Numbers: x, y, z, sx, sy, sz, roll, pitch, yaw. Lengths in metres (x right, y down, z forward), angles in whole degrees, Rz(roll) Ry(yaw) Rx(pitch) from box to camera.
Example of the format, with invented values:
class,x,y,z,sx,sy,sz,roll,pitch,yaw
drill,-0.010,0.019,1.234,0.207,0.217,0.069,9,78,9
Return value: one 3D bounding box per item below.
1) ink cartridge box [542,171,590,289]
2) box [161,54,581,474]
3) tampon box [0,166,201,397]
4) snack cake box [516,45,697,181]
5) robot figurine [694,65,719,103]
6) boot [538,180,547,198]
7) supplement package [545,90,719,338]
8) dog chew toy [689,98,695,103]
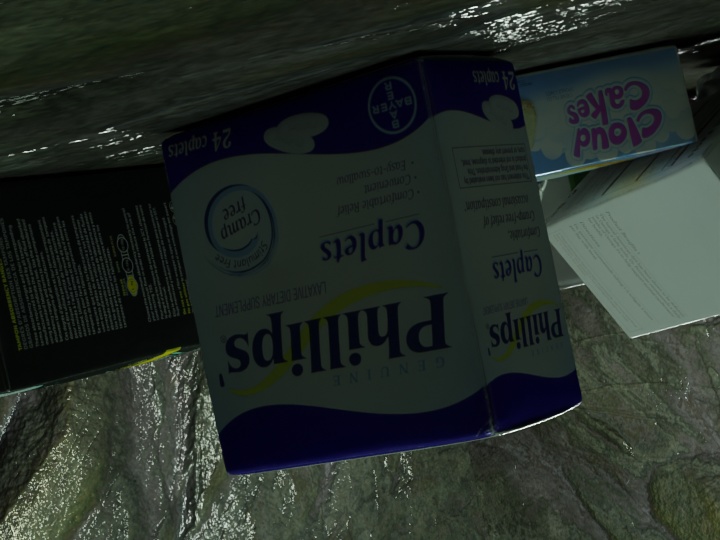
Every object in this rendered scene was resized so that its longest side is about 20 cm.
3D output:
class,x,y,z,sx,sy,sz,roll,pitch,yaw
ink cartridge box,0.192,-0.067,1.267,0.084,0.146,0.199,-13,179,36
box,0.004,0.000,0.859,0.183,0.201,0.105,-13,179,33
tampon box,-0.219,0.014,1.000,0.149,0.127,0.199,-14,179,35
snack cake box,0.105,-0.091,1.012,0.199,0.068,0.115,-13,179,-11
robot figurine,0.344,-0.118,1.201,0.199,0.114,0.170,-12,-140,-36
boot,0.108,-0.051,1.102,0.199,0.090,0.073,-32,145,-14
supplement package,0.245,-0.045,1.086,0.117,0.117,0.200,-45,-170,-27
dog chew toy,0.320,-0.112,1.499,0.124,0.125,0.200,-13,171,-5
